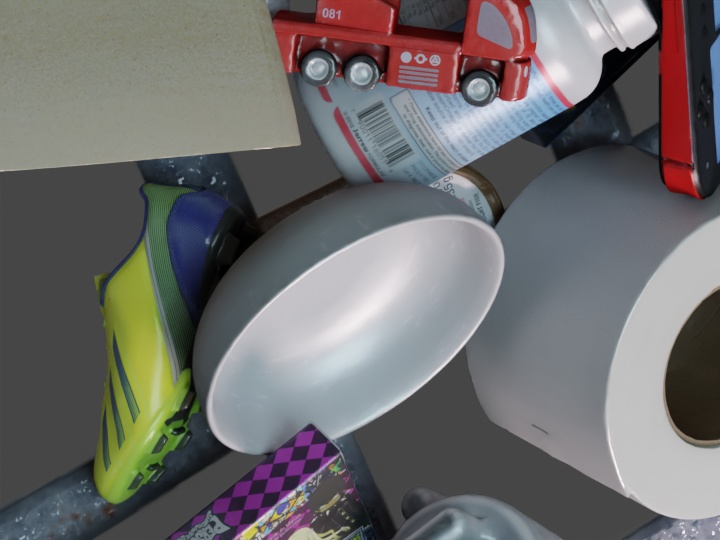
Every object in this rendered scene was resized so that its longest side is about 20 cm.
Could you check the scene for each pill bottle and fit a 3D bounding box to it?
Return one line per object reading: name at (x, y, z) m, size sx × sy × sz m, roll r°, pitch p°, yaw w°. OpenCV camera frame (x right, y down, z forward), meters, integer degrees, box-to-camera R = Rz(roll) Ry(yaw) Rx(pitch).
pill bottle at (0.069, -0.127, 1.705) m, size 0.199 × 0.109 × 0.109 m, roll -28°, pitch 118°, yaw 11°

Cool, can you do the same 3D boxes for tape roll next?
tape roll at (0.182, 0.036, 1.810) m, size 0.202 × 0.139 × 0.204 m, roll -16°, pitch 117°, yaw -33°

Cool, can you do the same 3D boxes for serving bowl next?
serving bowl at (-0.016, 0.017, 1.696) m, size 0.199 × 0.066 × 0.200 m, roll -26°, pitch 149°, yaw -16°

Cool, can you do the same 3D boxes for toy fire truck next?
toy fire truck at (0.003, -0.172, 1.617) m, size 0.199 × 0.049 × 0.142 m, roll 7°, pitch 103°, yaw 2°

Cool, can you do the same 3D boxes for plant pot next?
plant pot at (-0.165, -0.148, 1.583) m, size 0.199 × 0.200 × 0.178 m, roll -6°, pitch 96°, yaw -25°

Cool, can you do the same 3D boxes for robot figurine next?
robot figurine at (0.083, 0.206, 1.813) m, size 0.113 × 0.170 × 0.200 m, roll -35°, pitch 153°, yaw 10°

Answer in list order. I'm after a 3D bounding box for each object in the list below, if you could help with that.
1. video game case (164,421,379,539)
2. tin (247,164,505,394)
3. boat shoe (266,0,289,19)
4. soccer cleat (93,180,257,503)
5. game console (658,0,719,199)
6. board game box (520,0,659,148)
video game case at (-0.076, 0.205, 1.764) m, size 0.200 × 0.036 × 0.182 m, roll -39°, pitch 147°, yaw -11°
tin at (0.000, 0.000, 1.788) m, size 0.199 × 0.042 × 0.112 m, roll -28°, pitch 111°, yaw -17°
boat shoe at (-0.084, -0.187, 1.676) m, size 0.062 × 0.072 × 0.201 m, roll -9°, pitch 99°, yaw -26°
soccer cleat at (-0.126, 0.040, 1.732) m, size 0.083 × 0.065 × 0.201 m, roll 24°, pitch 108°, yaw 13°
game console at (0.217, -0.154, 1.754) m, size 0.200 × 0.031 × 0.178 m, roll -51°, pitch 144°, yaw -56°
board game box at (0.101, -0.193, 1.782) m, size 0.135 × 0.035 × 0.200 m, roll -44°, pitch 119°, yaw -9°
